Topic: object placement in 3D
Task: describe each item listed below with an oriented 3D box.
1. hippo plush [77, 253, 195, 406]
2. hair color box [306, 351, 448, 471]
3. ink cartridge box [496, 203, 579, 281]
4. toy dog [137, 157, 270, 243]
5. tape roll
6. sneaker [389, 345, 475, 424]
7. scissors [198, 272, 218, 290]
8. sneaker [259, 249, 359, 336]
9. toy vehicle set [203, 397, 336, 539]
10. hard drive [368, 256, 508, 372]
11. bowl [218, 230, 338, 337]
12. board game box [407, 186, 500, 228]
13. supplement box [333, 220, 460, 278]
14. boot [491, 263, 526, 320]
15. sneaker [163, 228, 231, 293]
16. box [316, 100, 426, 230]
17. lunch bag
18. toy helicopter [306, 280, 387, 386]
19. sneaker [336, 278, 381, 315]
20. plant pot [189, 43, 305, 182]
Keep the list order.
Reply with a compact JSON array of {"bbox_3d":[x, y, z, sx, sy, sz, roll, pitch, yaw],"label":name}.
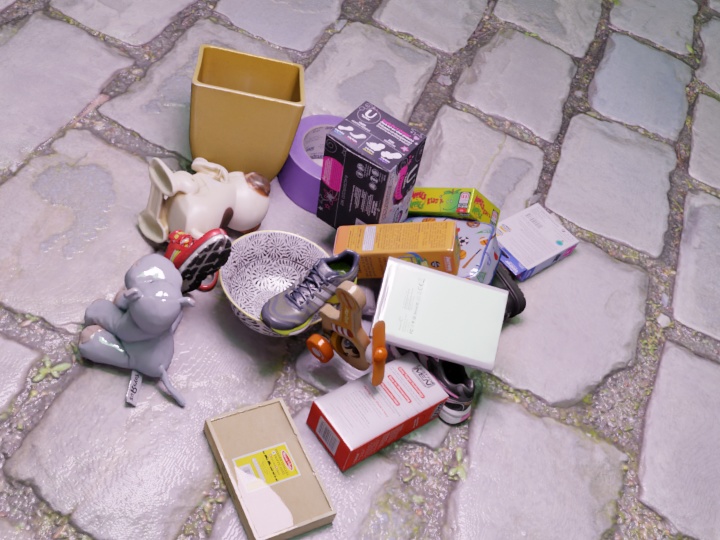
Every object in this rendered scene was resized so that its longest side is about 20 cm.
[{"bbox_3d":[-0.326,0.067,1.300,0.157,0.162,0.201,3,47,-17],"label":"hippo plush"},{"bbox_3d":[0.027,0.211,1.366,0.199,0.062,0.102,-22,58,-33],"label":"hair color box"},{"bbox_3d":[0.317,-0.052,1.731,0.199,0.042,0.119,-24,60,-38],"label":"ink cartridge box"},{"bbox_3d":[-0.243,-0.116,1.512,0.193,0.141,0.199,30,31,35],"label":"toy dog"},{"bbox_3d":[-0.054,-0.200,1.704,0.198,0.085,0.202,10,46,-11],"label":"tape roll"},{"bbox_3d":[0.125,0.142,1.447,0.080,0.087,0.200,-19,57,-35],"label":"sneaker"},{"bbox_3d":[-0.227,-0.029,1.531,0.073,0.014,0.200,36,48,17],"label":"scissors"},{"bbox_3d":[-0.074,0.025,1.355,0.074,0.081,0.200,38,48,17],"label":"sneaker"},{"bbox_3d":[-0.130,0.281,1.267,0.123,0.027,0.201,-11,53,-28],"label":"toy vehicle set"},{"bbox_3d":[0.123,0.069,1.402,0.198,0.026,0.133,16,72,-4],"label":"hard drive"},{"bbox_3d":[-0.135,0.040,1.443,0.198,0.095,0.202,10,45,-10],"label":"bowl"},{"bbox_3d":[0.138,-0.108,1.604,0.198,0.101,0.048,5,73,38],"label":"board game box"},{"bbox_3d":[0.060,-0.032,1.454,0.197,0.067,0.069,-4,49,14],"label":"supplement box"},{"bbox_3d":[0.177,0.025,1.580,0.157,0.080,0.211,-23,57,-32],"label":"boot"},{"bbox_3d":[-0.267,-0.027,1.379,0.076,0.199,0.086,-12,76,-40],"label":"sneaker"},{"bbox_3d":[0.017,-0.154,1.493,0.131,0.201,0.115,33,55,17],"label":"box"},{"bbox_3d":[0.130,-0.015,1.520,0.198,0.076,0.161,2,45,26],"label":"lunch bag"},{"bbox_3d":[-0.009,0.087,1.310,0.132,0.201,0.079,38,63,22],"label":"toy helicopter"},{"bbox_3d":[0.000,0.000,1.560,0.081,0.075,0.202,25,48,-18],"label":"sneaker"},{"bbox_3d":[-0.213,-0.260,1.608,0.192,0.202,0.196,9,31,-11],"label":"plant pot"}]
